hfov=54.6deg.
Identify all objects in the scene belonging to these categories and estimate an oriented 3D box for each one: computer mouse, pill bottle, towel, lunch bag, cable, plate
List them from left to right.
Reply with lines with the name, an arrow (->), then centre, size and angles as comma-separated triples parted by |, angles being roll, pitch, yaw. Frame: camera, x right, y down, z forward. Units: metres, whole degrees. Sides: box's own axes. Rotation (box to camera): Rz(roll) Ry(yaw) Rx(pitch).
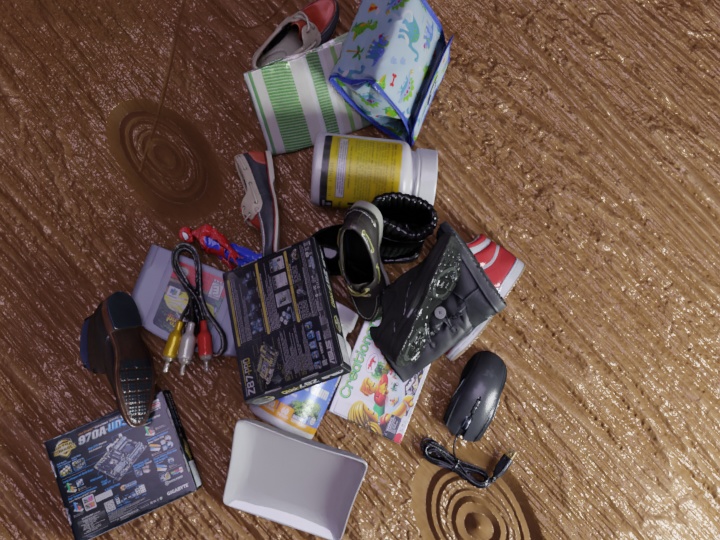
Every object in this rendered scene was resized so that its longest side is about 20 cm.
cable -> -0.252, 0.057, 1.071 | 0.094, 0.050, 0.207 | 0, 83, -3
plate -> -0.099, 0.306, 1.033 | 0.194, 0.033, 0.204 | 17, 126, 1
pill bottle -> -0.080, 0.143, 1.069 | 0.110, 0.112, 0.204 | 25, 82, 2
towel -> -0.078, -0.284, 1.140 | 0.195, 0.023, 0.156 | -21, 119, -6
pill bottle -> 0.021, -0.153, 1.115 | 0.194, 0.114, 0.118 | 6, 81, -1
lunch bag -> 0.066, -0.318, 1.111 | 0.125, 0.199, 0.174 | 20, 81, 35
computer mouse -> 0.196, 0.238, 1.097 | 0.139, 0.046, 0.203 | 32, 82, 4

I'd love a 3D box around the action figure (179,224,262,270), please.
action figure -> -0.199, -0.024, 1.114 | 0.196, 0.066, 0.053 | 25, 65, 1

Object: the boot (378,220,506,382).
boot -> 0.099, 0.048, 1.068 | 0.198, 0.065, 0.167 | -38, 69, 14

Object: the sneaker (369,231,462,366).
sneaker -> 0.075, 0.031, 1.009 | 0.090, 0.076, 0.203 | 29, 90, 35

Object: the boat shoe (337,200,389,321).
boat shoe -> 0.000, 0.000, 1.028 | 0.070, 0.205, 0.061 | 12, 40, 23

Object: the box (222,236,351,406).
box -> -0.110, 0.073, 1.015 | 0.157, 0.049, 0.205 | -21, 66, 11

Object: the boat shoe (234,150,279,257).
boat shoe -> -0.162, -0.104, 1.106 | 0.061, 0.072, 0.205 | -4, 62, -12

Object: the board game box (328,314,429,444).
board game box -> 0.043, 0.153, 1.110 | 0.123, 0.035, 0.205 | 22, 81, 2

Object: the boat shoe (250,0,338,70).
boat shoe -> -0.108, -0.389, 1.165 | 0.071, 0.063, 0.200 | 43, 81, 6

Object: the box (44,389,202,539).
box -> -0.362, 0.298, 1.069 | 0.195, 0.046, 0.163 | -23, 83, -5

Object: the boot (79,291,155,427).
boot -> -0.375, 0.145, 1.072 | 0.095, 0.074, 0.206 | -22, 73, 34

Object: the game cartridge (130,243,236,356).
game cartridge -> -0.268, 0.055, 1.115 | 0.195, 0.041, 0.137 | 20, 85, 1

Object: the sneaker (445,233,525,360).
sneaker -> 0.167, 0.036, 1.113 | 0.112, 0.071, 0.202 | 38, 74, 0

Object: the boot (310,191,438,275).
boot -> 0.011, -0.056, 1.077 | 0.205, 0.158, 0.082 | -10, 78, -4
